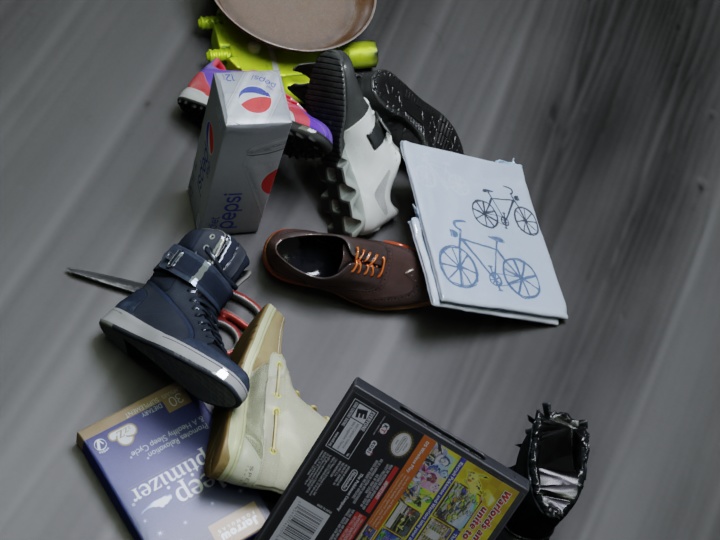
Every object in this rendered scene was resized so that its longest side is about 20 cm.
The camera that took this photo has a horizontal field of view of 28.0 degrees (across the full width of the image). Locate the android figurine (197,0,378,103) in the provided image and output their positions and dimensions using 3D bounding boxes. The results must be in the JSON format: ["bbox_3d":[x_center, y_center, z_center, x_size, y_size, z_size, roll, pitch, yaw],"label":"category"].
[{"bbox_3d":[-0.083,-0.263,1.619,0.198,0.041,0.184,-4,62,-19],"label":"android figurine"}]

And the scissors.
[{"bbox_3d":[-0.192,0.022,1.445,0.198,0.014,0.074,28,60,3],"label":"scissors"}]

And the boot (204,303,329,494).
[{"bbox_3d":[-0.058,0.137,1.372,0.153,0.072,0.201,24,45,-14],"label":"boot"}]

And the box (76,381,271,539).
[{"bbox_3d":[-0.162,0.208,1.334,0.120,0.032,0.201,-26,71,-26],"label":"box"}]

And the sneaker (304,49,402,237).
[{"bbox_3d":[-0.001,-0.137,1.503,0.088,0.202,0.074,-20,26,-30],"label":"sneaker"}]

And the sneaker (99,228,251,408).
[{"bbox_3d":[-0.140,0.038,1.353,0.201,0.077,0.146,26,63,42],"label":"sneaker"}]

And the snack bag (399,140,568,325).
[{"bbox_3d":[0.124,-0.042,1.519,0.187,0.021,0.202,8,57,-38],"label":"snack bag"}]

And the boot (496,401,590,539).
[{"bbox_3d":[0.157,0.236,1.323,0.073,0.163,0.200,15,59,-6],"label":"boot"}]

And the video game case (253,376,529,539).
[{"bbox_3d":[0.022,0.222,1.282,0.180,0.201,0.026,31,18,-4],"label":"video game case"}]

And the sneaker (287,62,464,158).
[{"bbox_3d":[0.019,-0.160,1.566,0.200,0.103,0.061,41,52,-35],"label":"sneaker"}]

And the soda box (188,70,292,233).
[{"bbox_3d":[-0.122,-0.113,1.427,0.067,0.201,0.064,-5,61,-18],"label":"soda box"}]

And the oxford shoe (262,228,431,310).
[{"bbox_3d":[0.000,0.000,1.458,0.197,0.073,0.072,8,86,-7],"label":"oxford shoe"}]

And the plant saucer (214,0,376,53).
[{"bbox_3d":[-0.080,-0.316,1.608,0.198,0.032,0.202,8,58,-13],"label":"plant saucer"}]

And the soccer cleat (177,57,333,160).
[{"bbox_3d":[-0.102,-0.172,1.502,0.199,0.068,0.074,20,69,34],"label":"soccer cleat"}]
